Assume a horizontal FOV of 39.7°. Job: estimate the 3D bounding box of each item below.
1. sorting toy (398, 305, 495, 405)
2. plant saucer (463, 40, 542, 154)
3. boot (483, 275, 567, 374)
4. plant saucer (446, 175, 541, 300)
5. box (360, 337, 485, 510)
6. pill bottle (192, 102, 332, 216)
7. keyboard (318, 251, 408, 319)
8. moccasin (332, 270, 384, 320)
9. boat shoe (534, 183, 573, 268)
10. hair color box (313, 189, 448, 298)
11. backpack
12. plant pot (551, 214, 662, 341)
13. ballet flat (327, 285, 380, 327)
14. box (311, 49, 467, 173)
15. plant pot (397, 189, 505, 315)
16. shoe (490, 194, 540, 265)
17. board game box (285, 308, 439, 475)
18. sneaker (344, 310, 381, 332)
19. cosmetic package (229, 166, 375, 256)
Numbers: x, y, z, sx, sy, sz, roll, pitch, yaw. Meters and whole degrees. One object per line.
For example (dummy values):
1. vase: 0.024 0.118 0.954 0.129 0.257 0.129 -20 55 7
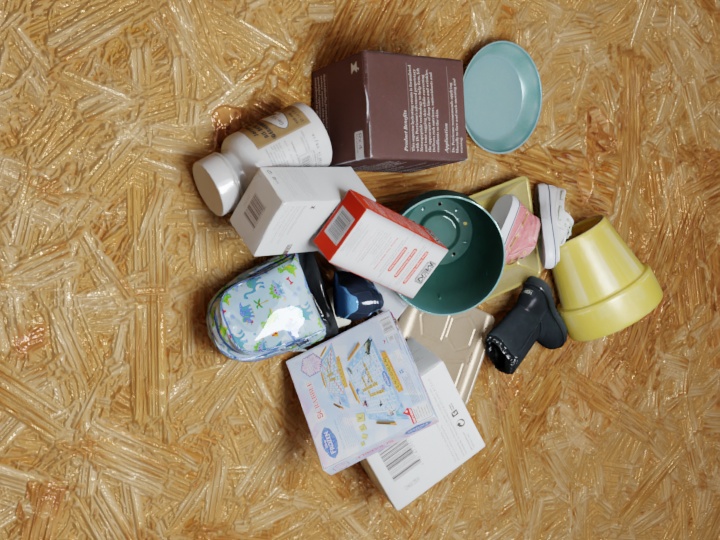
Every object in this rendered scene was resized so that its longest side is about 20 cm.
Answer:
1. sorting toy: 0.141 0.139 1.834 0.198 0.036 0.188 23 85 -30
2. plant saucer: 0.249 -0.316 1.827 0.198 0.036 0.204 -7 102 -33
3. boot: 0.311 0.131 1.893 0.169 0.076 0.201 -50 139 -21
4. plant saucer: 0.239 -0.056 1.856 0.198 0.048 0.203 -21 109 -29
5. box: 0.077 0.263 1.727 0.199 0.131 0.201 -34 116 -11
6. pill bottle: -0.152 -0.168 1.533 0.199 0.114 0.116 -31 113 -24
7. keyboard: 0.000 0.000 1.672 0.200 0.011 0.056 43 69 -3
8. moccasin: -0.005 0.046 1.562 0.067 0.200 0.082 -3 103 -9
9. boat shoe: 0.365 -0.089 1.858 0.066 0.202 0.074 1 142 3
10. hair color box: 0.034 -0.038 1.532 0.199 0.061 0.102 25 108 -43
11. backpack: -0.146 0.063 1.562 0.197 0.154 0.166 -18 95 -2
12. plant pot: 0.456 0.007 1.935 0.200 0.200 0.191 -33 99 -25
13. ballet flat: -0.023 0.054 1.679 0.199 0.071 0.072 -39 117 -23
14. box: 0.047 -0.251 1.612 0.198 0.163 0.169 -2 89 -33
15. plant pot: 0.138 -0.045 1.697 0.197 0.161 0.204 0 107 0
16. shoe: 0.257 -0.030 1.801 0.090 0.071 0.202 32 76 -30
17. board game box: 0.000 0.194 1.610 0.197 0.202 0.041 -26 151 7
18. sneaker: -0.020 0.142 1.715 0.200 0.070 0.076 -41 99 -25
19. cosmetic package: -0.085 -0.092 1.512 0.198 0.082 0.113 -6 141 -45
